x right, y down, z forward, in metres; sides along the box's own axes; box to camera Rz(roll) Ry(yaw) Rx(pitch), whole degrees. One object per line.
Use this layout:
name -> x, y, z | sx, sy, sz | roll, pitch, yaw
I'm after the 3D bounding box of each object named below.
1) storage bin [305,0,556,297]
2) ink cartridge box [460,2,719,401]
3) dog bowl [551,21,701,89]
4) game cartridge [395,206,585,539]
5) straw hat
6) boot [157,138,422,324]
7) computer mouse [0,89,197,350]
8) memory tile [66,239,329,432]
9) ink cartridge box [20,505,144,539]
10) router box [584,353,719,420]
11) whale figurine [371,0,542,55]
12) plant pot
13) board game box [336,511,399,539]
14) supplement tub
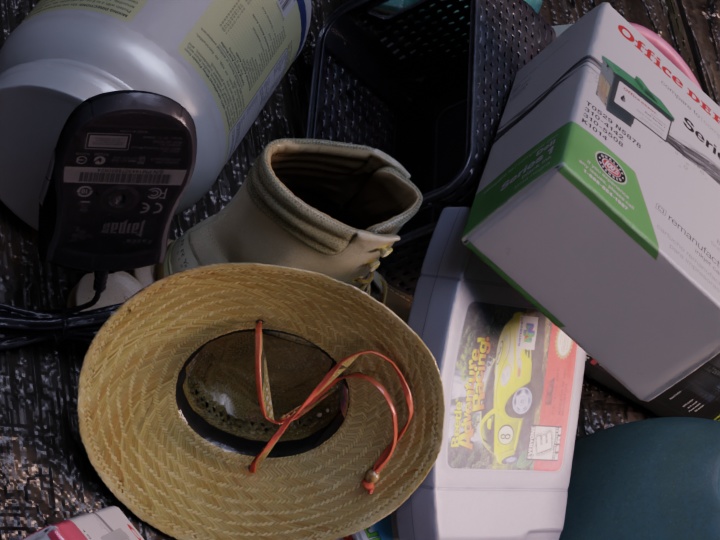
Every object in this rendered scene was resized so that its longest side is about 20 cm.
storage bin -> 0.045, -0.090, 1.194 | 0.094, 0.135, 0.200 | 38, 43, -37
ink cartridge box -> 0.152, -0.046, 1.076 | 0.146, 0.084, 0.200 | 40, 35, -14
dog bowl -> 0.176, -0.084, 1.302 | 0.200, 0.074, 0.200 | 15, 68, -40
game cartridge -> 0.077, 0.067, 1.081 | 0.133, 0.041, 0.200 | 7, 90, -42
straw hat -> -0.053, 0.060, 1.043 | 0.201, 0.201, 0.085 | 32, 25, -15
boot -> 0.000, 0.000, 1.089 | 0.200, 0.155, 0.072 | 22, 53, -21
computer mouse -> -0.164, -0.031, 0.997 | 0.140, 0.200, 0.046 | -2, 49, -14
memory tile -> -0.070, 0.038, 1.134 | 0.200, 0.017, 0.153 | -26, 79, -41
ink cartridge box -> -0.118, 0.192, 0.878 | 0.083, 0.200, 0.147 | -38, 87, -2
router box -> 0.250, 0.021, 1.233 | 0.150, 0.200, 0.062 | 28, 40, -23
whale figurine -> 0.047, -0.240, 1.327 | 0.200, 0.104, 0.159 | 44, 48, -1
plant pot -> 0.217, 0.172, 1.168 | 0.200, 0.135, 0.200 | 17, 54, -25
board game box -> 0.048, 0.181, 1.110 | 0.126, 0.035, 0.200 | -8, 68, -42
supplement tub -> -0.128, -0.120, 1.104 | 0.145, 0.145, 0.200 | 38, 48, -9
